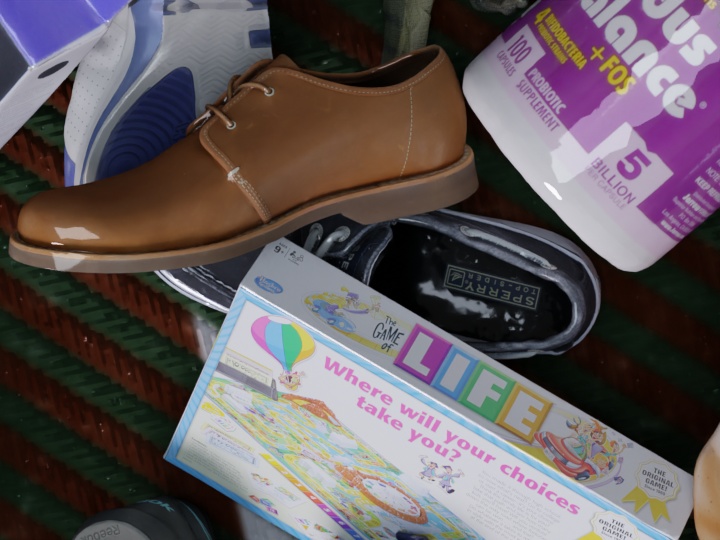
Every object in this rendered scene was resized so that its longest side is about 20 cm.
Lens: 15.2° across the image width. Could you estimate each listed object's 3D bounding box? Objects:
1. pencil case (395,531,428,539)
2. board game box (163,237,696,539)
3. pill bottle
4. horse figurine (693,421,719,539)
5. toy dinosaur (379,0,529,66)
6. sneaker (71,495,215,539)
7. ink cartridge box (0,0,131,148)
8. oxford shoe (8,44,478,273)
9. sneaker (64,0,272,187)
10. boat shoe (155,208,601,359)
[{"bbox_3d":[0.010,0.212,1.131,0.078,0.087,0.201,-14,113,-9],"label":"pencil case"},{"bbox_3d":[0.026,0.083,1.115,0.200,0.034,0.135,31,141,2],"label":"board game box"},{"bbox_3d":[0.147,-0.102,1.072,0.200,0.112,0.112,-42,90,11],"label":"pill bottle"},{"bbox_3d":[0.175,0.070,1.033,0.132,0.050,0.201,29,115,41],"label":"horse figurine"},{"bbox_3d":[0.037,-0.145,1.116,0.088,0.047,0.201,7,99,22],"label":"toy dinosaur"},{"bbox_3d":[-0.061,0.190,1.153,0.075,0.079,0.201,-14,95,22],"label":"sneaker"},{"bbox_3d":[-0.186,-0.151,1.081,0.198,0.043,0.200,55,145,1],"label":"ink cartridge box"},{"bbox_3d":[-0.049,-0.046,1.066,0.199,0.071,0.072,-17,113,-25],"label":"oxford shoe"},{"bbox_3d":[-0.084,-0.121,1.111,0.080,0.115,0.200,0,117,-26],"label":"sneaker"},{"bbox_3d":[0.000,0.000,1.127,0.199,0.068,0.072,14,99,9],"label":"boat shoe"}]
